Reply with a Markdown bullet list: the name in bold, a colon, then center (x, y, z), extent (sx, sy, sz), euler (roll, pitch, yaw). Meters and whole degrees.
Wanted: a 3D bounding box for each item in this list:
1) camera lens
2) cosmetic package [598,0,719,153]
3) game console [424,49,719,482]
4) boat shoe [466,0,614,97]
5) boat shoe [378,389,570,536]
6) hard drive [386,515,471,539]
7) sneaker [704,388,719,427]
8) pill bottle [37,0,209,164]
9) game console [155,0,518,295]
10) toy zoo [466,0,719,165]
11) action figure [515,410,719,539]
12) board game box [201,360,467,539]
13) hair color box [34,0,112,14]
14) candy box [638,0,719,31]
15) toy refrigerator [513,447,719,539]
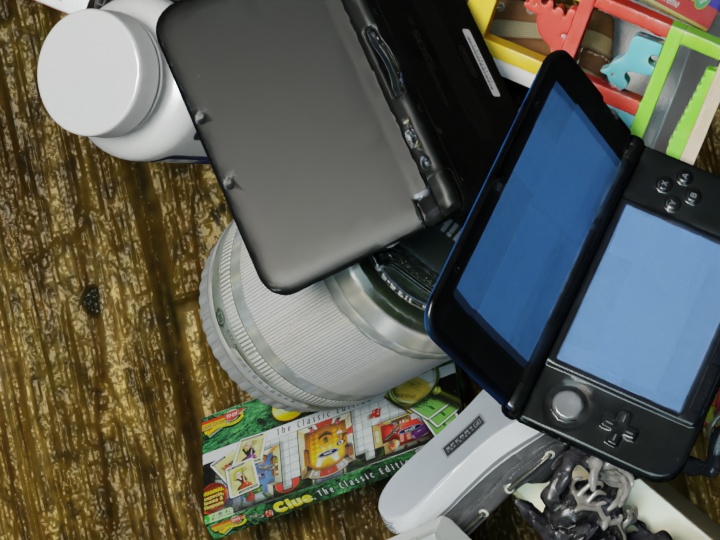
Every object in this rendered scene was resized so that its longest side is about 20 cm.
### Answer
- **camera lens**: center (0.000, 0.000, 1.365), extent (0.200, 0.159, 0.161), euler (-30, 83, 52)
- **cosmetic package**: center (0.199, -0.146, 1.407), extent (0.082, 0.051, 0.201), euler (25, 97, 33)
- **game console**: center (0.153, -0.002, 1.243), extent (0.170, 0.118, 0.201), euler (23, 74, 12)
- **boat shoe**: center (0.089, -0.166, 1.419), extent (0.199, 0.076, 0.074), euler (19, 85, 28)
- **boat shoe**: center (0.104, 0.118, 1.361), extent (0.200, 0.070, 0.066), euler (-42, 117, 7)
- **hard drive**: center (0.029, 0.245, 1.401), extent (0.132, 0.026, 0.199), euler (45, 133, -17)
- **sneaker**: center (0.251, 0.073, 1.390), extent (0.198, 0.090, 0.079), euler (7, 94, 13)
- **pill bottle**: center (-0.130, -0.130, 1.402), extent (0.110, 0.200, 0.112), euler (1, 92, 26)
- **game console**: center (-0.002, -0.100, 1.273), extent (0.116, 0.175, 0.201), euler (-34, 72, 35)
- **toy zoo**: center (0.131, -0.122, 1.336), extent (0.199, 0.020, 0.132), euler (24, 112, 7)
- **action figure**: center (0.180, 0.143, 1.316), extent (0.118, 0.102, 0.201), euler (34, 98, -25)
- **board game box**: center (-0.020, 0.114, 1.450), extent (0.199, 0.105, 0.024), euler (-21, 128, 11)
- **hair color box**: center (-0.262, -0.266, 1.508), extent (0.199, 0.064, 0.112), euler (23, 95, 12)
- **candy box**: center (0.132, -0.243, 1.335), extent (0.200, 0.169, 0.077), euler (34, 100, 38)
- **toy refrigerator**: center (0.174, 0.165, 1.416), extent (0.200, 0.076, 0.070), euler (41, 99, 8)
